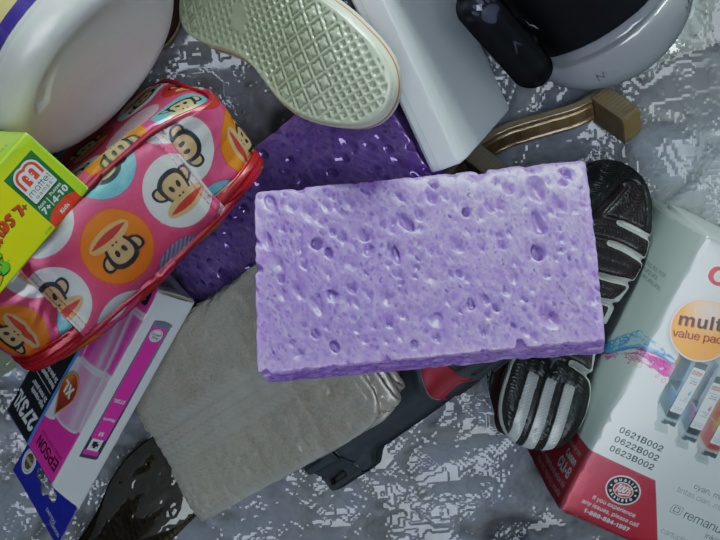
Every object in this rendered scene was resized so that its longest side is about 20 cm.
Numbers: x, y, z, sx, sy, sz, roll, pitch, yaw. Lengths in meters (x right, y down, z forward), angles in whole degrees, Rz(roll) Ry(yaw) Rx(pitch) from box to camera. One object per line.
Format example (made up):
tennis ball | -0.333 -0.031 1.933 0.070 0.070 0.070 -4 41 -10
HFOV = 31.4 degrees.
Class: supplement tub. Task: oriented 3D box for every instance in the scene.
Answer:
supplement tub | -0.229 -0.181 0.774 0.200 0.145 0.145 40 99 10

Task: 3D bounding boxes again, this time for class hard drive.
hard drive | 0.030 -0.173 0.809 0.027 0.132 0.200 -21 103 26

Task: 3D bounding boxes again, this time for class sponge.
sponge | 0.038 0.001 0.753 0.199 0.030 0.112 -5 72 5
sponge | -0.038 -0.035 0.845 0.200 0.030 0.112 -35 87 25

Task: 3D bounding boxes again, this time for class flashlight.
flashlight | 0.024 0.073 0.852 0.068 0.068 0.200 36 135 -15

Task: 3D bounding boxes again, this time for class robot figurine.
robot figurine | 0.121 -0.204 0.793 0.150 0.125 0.200 -38 120 11

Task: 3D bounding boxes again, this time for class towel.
towel | -0.070 0.074 0.848 0.200 0.034 0.133 -32 86 32

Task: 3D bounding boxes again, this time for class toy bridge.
toy bridge | 0.094 -0.059 0.864 0.200 0.067 0.027 -39 144 -9

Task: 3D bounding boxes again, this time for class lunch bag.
lunch bag | -0.170 -0.037 0.811 0.200 0.176 0.082 -43 115 -12

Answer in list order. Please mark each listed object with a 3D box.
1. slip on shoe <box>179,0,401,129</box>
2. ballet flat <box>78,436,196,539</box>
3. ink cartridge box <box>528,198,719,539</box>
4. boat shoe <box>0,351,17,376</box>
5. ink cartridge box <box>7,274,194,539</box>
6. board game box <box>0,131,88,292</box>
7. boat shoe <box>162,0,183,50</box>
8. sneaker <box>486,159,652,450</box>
slip on shoe | -0.037 -0.143 0.793 0.061 0.200 0.074 1 114 -42
ballet flat | -0.165 0.191 0.931 0.067 0.046 0.200 37 94 13
ink cartridge box | 0.226 0.076 0.860 0.145 0.145 0.200 24 100 -7
boat shoe | -0.284 -0.023 0.871 0.072 0.061 0.202 -25 105 -25
ink cartridge box | -0.190 0.079 0.877 0.037 0.095 0.200 18 105 -41
board game box | -0.239 -0.030 0.745 0.048 0.200 0.102 45 73 -27
boat shoe | -0.149 -0.239 0.818 0.072 0.072 0.201 1 103 -1
sneaker | 0.128 0.024 0.874 0.076 0.116 0.200 24 79 -5
